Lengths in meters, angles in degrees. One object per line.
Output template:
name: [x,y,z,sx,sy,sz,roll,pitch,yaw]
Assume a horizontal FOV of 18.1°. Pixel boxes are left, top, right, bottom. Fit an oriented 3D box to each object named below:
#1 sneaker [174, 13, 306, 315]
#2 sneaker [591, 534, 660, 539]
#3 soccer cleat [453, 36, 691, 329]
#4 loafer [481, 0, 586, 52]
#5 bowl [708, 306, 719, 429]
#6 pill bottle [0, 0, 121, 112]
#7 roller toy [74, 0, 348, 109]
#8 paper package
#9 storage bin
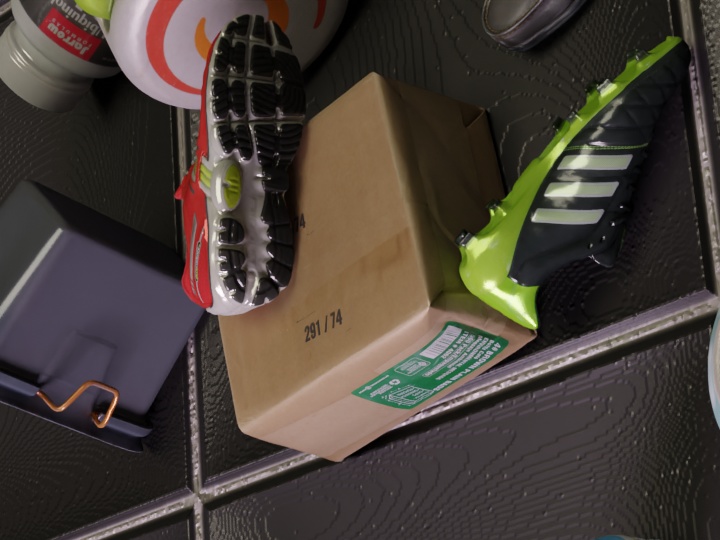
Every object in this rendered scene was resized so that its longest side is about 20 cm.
sneaker: [-0.091,-0.071,1.491,0.085,0.077,0.202,-10,72,52]
sneaker: [0.134,0.251,1.294,0.076,0.080,0.202,0,81,47]
soccer cleat: [0.143,-0.054,1.388,0.200,0.081,0.068,-49,5,5]
loafer: [0.128,-0.232,1.442,0.201,0.072,0.073,-59,44,20]
bowl: [0.261,0.048,1.188,0.200,0.105,0.202,-18,65,45]
pill bottle: [-0.208,-0.224,1.795,0.200,0.110,0.111,-50,47,27]
roller toy: [-0.108,-0.222,1.628,0.182,0.200,0.140,-31,52,4]
paper package: [0.000,0.000,1.500,0.200,0.103,0.192,-35,55,37]
storage bin: [-0.209,0.032,1.672,0.135,0.199,0.146,-55,44,9]
